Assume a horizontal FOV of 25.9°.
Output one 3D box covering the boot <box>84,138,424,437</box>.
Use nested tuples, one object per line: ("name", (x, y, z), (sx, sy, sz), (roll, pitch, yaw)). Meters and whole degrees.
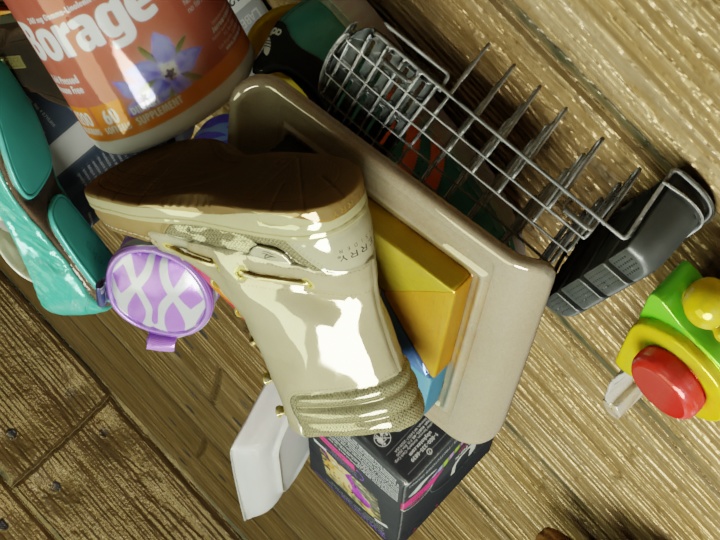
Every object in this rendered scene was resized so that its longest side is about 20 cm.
("boot", (-0.059, 0.010, 0.860), (0.199, 0.073, 0.157), (7, 128, 39))

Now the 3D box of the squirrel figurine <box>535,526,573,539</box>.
("squirrel figurine", (0.214, 0.280, 1.169), (0.199, 0.142, 0.187), (34, 153, -3))

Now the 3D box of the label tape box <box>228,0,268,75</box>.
("label tape box", (-0.119, -0.167, 1.062), (0.143, 0.066, 0.201), (20, 146, 58))

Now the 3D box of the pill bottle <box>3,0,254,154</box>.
("pill bottle", (-0.151, -0.176, 0.880), (0.112, 0.112, 0.201), (20, 145, 57))

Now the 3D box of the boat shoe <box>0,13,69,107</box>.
("boat shoe", (-0.199, -0.158, 1.058), (0.198, 0.076, 0.072), (10, 133, 31))

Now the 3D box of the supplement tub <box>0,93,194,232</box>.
("supplement tub", (-0.215, -0.115, 1.183), (0.140, 0.200, 0.141), (43, 163, 17))

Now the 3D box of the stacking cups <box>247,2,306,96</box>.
("stacking cups", (-0.027, -0.088, 1.022), (0.060, 0.060, 0.201), (39, 163, 26))

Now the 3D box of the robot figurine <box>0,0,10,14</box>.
("robot figurine", (-0.256, -0.206, 0.930), (0.058, 0.198, 0.146), (63, 145, 35))

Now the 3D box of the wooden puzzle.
("wooden puzzle", (0.003, 0.003, 0.875), (0.199, 0.037, 0.186), (33, 148, 16))

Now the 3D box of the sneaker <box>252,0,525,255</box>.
("sneaker", (0.015, -0.066, 0.910), (0.201, 0.080, 0.071), (53, 171, -9))

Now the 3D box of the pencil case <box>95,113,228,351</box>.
("pencil case", (-0.112, -0.032, 1.124), (0.083, 0.201, 0.086), (4, 128, 18))

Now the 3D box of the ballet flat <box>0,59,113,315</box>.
("ballet flat", (-0.234, -0.048, 1.066), (0.068, 0.070, 0.201), (-74, -37, -56))

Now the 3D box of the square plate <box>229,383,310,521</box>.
("square plate", (-0.038, 0.089, 1.220), (0.028, 0.201, 0.198), (26, 159, 10))

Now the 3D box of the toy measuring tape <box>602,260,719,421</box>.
("toy measuring tape", (0.172, 0.056, 0.826), (0.074, 0.074, 0.200), (43, 163, 16))

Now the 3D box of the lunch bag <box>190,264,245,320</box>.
("lunch bag", (0.000, 0.000, 1.028), (0.175, 0.083, 0.200), (-8, 142, 39))

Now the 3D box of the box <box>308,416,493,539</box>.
("box", (0.035, 0.120, 1.218), (0.106, 0.122, 0.200), (41, 163, 15))

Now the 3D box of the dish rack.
("dish rack", (0.068, -0.057, 0.805), (0.199, 0.055, 0.153), (39, 162, -1))
